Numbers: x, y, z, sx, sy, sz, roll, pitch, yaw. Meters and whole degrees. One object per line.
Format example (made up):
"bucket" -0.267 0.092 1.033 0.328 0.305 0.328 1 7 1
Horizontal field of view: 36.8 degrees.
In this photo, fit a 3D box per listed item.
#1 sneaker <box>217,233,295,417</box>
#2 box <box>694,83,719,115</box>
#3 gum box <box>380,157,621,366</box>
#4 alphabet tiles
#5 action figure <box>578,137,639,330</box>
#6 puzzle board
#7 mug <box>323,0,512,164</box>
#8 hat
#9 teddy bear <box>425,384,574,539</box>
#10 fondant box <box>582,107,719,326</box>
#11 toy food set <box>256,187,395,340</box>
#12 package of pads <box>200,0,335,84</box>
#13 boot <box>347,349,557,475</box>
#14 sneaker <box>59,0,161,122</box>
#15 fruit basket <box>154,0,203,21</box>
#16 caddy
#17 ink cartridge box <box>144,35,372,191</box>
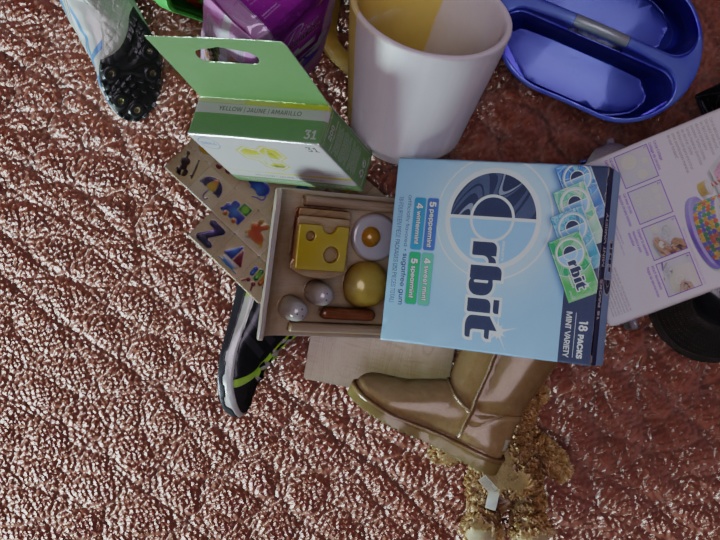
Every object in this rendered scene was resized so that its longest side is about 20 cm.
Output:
"sneaker" -0.090 0.058 1.097 0.082 0.072 0.201 13 97 3
"box" 0.445 -0.152 1.020 0.199 0.115 0.133 -25 94 6
"gum box" 0.123 -0.011 0.968 0.199 0.045 0.171 5 88 28
"alphabet tiles" -0.091 -0.071 1.082 0.200 0.008 0.167 43 78 6
"action figure" 0.253 -0.030 1.055 0.199 0.105 0.194 2 105 4
"puzzle board" 0.032 0.027 1.116 0.150 0.017 0.201 10 96 4
"mug" 0.048 -0.196 1.031 0.149 0.187 0.154 -2 137 -15
"hat" 0.374 -0.001 1.049 0.200 0.081 0.201 -1 136 -1
"teddy bear" 0.146 0.195 1.108 0.144 0.067 0.201 -18 98 20
"fondant box" 0.290 -0.051 0.956 0.199 0.058 0.145 -22 80 18
"toy food set" 0.000 0.000 1.044 0.199 0.060 0.144 4 98 -26
"package of pads" -0.085 -0.222 0.991 0.076 0.200 0.121 43 72 4
"boot" 0.104 0.071 1.036 0.175 0.066 0.201 25 98 5
"sneaker" -0.256 -0.248 1.086 0.072 0.072 0.201 -25 108 -20
"fruit basket" -0.120 -0.334 1.030 0.215 0.155 0.217 1 93 21
"caddy" 0.223 -0.223 1.030 0.199 0.105 0.142 23 96 1
"ink cartridge box" -0.091 -0.137 0.970 0.145 0.200 0.048 8 74 26
